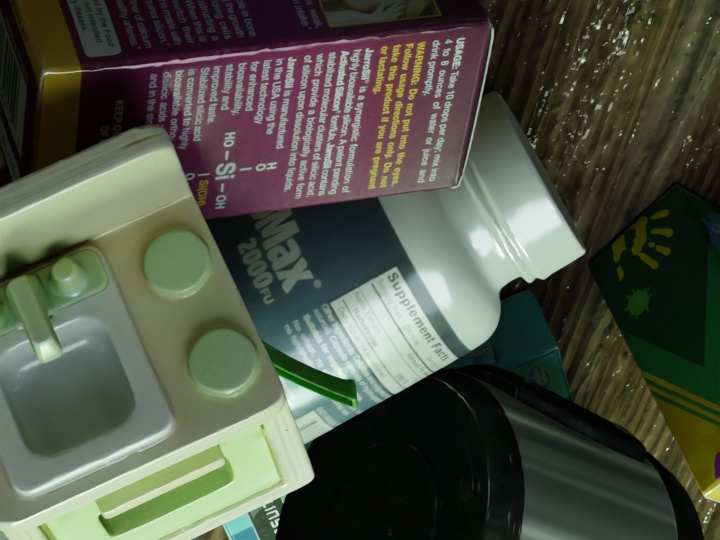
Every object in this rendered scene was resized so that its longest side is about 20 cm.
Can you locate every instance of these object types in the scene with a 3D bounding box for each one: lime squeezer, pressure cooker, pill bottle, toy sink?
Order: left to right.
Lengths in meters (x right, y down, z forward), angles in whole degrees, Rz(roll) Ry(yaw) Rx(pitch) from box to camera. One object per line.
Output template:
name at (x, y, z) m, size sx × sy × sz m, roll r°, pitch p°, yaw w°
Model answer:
toy sink at (-0.104, 0.046, 1.239) m, size 0.130 × 0.112 × 0.200 m, roll -25°, pitch 159°, yaw -5°
lime squeezer at (-0.101, 0.042, 1.368) m, size 0.199 × 0.071 × 0.038 m, roll -5°, pitch 160°, yaw 4°
pill bottle at (0.000, 0.000, 1.441) m, size 0.199 × 0.120 × 0.120 m, roll -29°, pitch 140°, yaw 6°
pressure cooker at (0.076, 0.154, 1.529) m, size 0.200 × 0.176 × 0.179 m, roll 23°, pitch 125°, yaw -36°

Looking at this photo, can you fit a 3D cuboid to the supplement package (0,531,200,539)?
supplement package at (-0.141, 0.136, 1.477) m, size 0.116 × 0.118 × 0.200 m, roll -20°, pitch 161°, yaw -4°

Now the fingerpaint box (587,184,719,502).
fingerpaint box at (0.234, 0.063, 1.585) m, size 0.200 × 0.167 × 0.073 m, roll 25°, pitch 120°, yaw -41°

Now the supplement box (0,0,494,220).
supplement box at (-0.060, -0.102, 1.294) m, size 0.199 × 0.131 × 0.103 m, roll -7°, pitch 137°, yaw -17°

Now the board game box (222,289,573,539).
board game box at (0.021, 0.107, 1.622) m, size 0.199 × 0.047 × 0.151 m, roll -22°, pitch 139°, yaw -2°

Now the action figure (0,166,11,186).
action figure at (-0.183, 0.016, 1.341) m, size 0.199 × 0.134 × 0.149 m, roll -8°, pitch 123°, yaw 8°
